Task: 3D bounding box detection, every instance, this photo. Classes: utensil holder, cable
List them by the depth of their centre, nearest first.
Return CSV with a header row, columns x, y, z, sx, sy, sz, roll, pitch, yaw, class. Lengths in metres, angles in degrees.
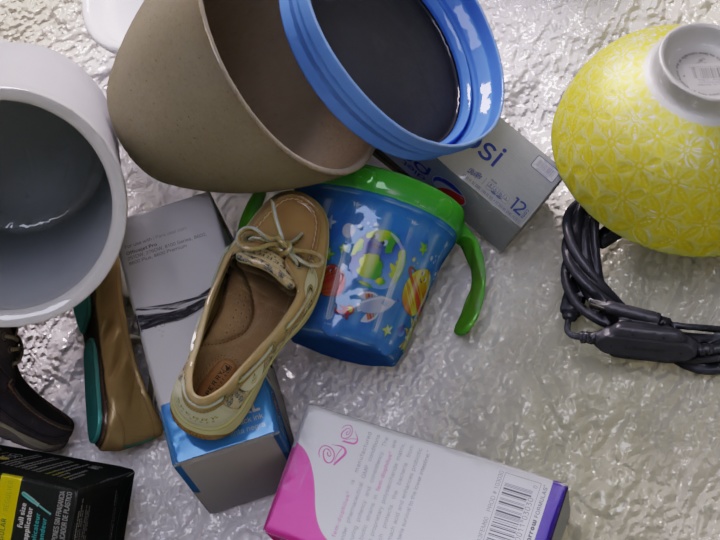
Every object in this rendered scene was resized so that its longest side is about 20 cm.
x,y,z,sx,sy,sz,roll,pitch,yaw,class
-0.256,-0.071,1.302,0.169,0.200,0.171,-3,108,-8,utensil holder
0.253,-0.002,1.373,0.199,0.051,0.164,4,62,6,cable

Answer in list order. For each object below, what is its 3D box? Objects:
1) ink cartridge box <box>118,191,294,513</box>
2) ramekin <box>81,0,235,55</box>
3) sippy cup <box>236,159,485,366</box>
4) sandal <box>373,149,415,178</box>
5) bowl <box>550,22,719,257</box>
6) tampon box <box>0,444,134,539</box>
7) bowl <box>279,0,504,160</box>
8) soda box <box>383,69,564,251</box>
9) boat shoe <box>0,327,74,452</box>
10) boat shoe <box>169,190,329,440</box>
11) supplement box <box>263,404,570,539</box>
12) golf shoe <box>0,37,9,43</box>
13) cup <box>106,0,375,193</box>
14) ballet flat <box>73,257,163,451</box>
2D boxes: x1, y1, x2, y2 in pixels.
x,y,z,sx,sy,sz,roll,pitch,yaw,class
-0.114,0.063,1.348,0.084,0.145,0.201,-18,68,0,ink cartridge box
-0.123,-0.238,1.452,0.200,0.098,0.201,-22,49,28,ramekin
0.000,0.000,1.363,0.177,0.140,0.131,11,78,18,sippy cup
-0.002,-0.145,1.463,0.080,0.054,0.200,-43,84,-13,sandal
0.251,-0.121,1.347,0.199,0.108,0.201,4,53,-6,bowl
-0.288,0.207,1.310,0.199,0.126,0.151,8,91,11,tampon box
0.023,-0.171,1.307,0.039,0.200,0.202,-32,61,39,bowl
0.061,-0.108,1.397,0.200,0.068,0.064,40,72,4,soda box
-0.291,0.066,1.362,0.073,0.200,0.074,-51,26,0,boat shoe
-0.072,0.023,1.251,0.073,0.063,0.201,20,64,2,boat shoe
0.043,0.183,1.301,0.199,0.103,0.102,17,74,13,supplement box
-0.312,-0.160,1.493,0.199,0.092,0.073,24,73,15,golf shoe
-0.100,-0.136,1.299,0.143,0.200,0.202,-25,64,32,cup
-0.196,0.048,1.421,0.063,0.069,0.201,-2,69,-22,ballet flat
